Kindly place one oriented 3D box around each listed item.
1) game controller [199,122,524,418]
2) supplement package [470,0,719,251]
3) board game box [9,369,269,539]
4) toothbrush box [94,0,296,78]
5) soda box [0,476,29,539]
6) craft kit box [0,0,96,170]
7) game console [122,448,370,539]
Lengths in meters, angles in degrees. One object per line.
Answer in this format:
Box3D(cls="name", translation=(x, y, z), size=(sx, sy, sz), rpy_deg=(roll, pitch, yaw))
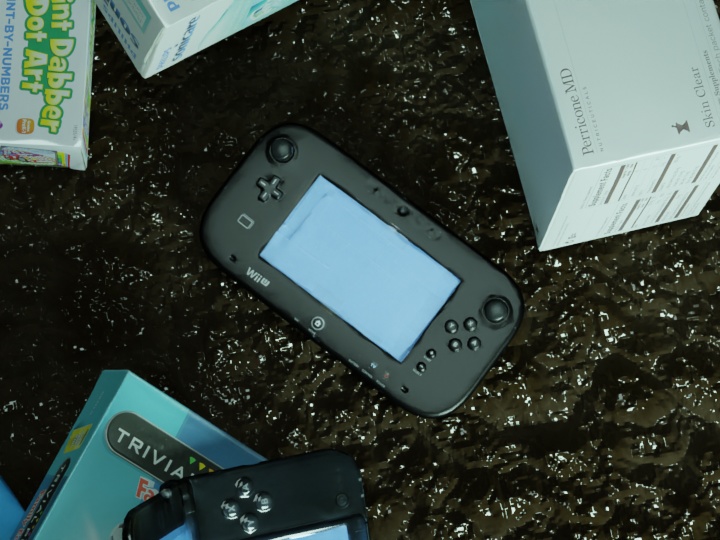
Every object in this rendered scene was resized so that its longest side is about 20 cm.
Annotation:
Box3D(cls="game controller", translation=(0.000, 0.000, 1.246), size=(0.199, 0.042, 0.105), rpy_deg=(37, 75, 9))
Box3D(cls="supplement package", translation=(0.142, -0.137, 1.234), size=(0.110, 0.156, 0.202), rpy_deg=(-13, 75, -6))
Box3D(cls="board game box", translation=(-0.126, 0.180, 1.150), size=(0.151, 0.047, 0.201), rpy_deg=(34, 73, -21))
Box3D(cls="toothbrush box", translation=(-0.084, -0.234, 1.266), size=(0.199, 0.085, 0.147), rpy_deg=(-29, 83, -21))
Box3D(cls="soda box", translation=(-0.285, 0.177, 1.157), size=(0.200, 0.068, 0.064), rpy_deg=(-38, 96, -12))
Box3D(cls="craft kit box", translation=(-0.264, -0.166, 1.282), size=(0.196, 0.049, 0.202), rpy_deg=(2, 73, -5))
Box3D(cls="game console", translation=(-0.048, 0.209, 1.096), size=(0.175, 0.116, 0.202), rpy_deg=(-9, 92, -24))
